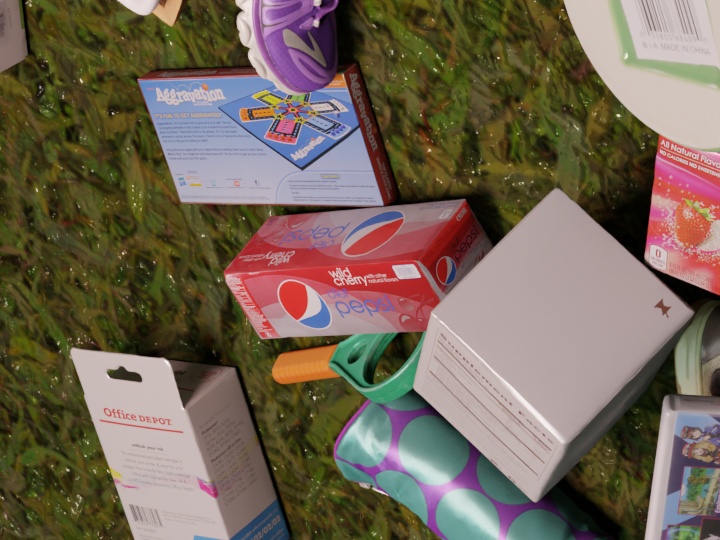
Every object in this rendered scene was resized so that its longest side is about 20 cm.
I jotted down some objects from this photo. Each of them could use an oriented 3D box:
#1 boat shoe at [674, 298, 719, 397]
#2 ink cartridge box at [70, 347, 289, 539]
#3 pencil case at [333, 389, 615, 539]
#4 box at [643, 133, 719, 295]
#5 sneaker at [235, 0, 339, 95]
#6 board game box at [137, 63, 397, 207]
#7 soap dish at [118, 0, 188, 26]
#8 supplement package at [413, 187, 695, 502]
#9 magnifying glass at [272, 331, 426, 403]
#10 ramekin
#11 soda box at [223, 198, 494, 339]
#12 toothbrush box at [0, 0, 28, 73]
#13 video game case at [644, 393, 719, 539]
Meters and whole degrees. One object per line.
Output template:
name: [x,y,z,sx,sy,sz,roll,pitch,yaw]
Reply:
boat shoe: [0.248,0.115,1.559,0.065,0.073,0.200,7,122,45]
ink cartridge box: [-0.142,0.137,1.927,0.115,0.068,0.200,5,121,40]
pencil case: [0.080,0.165,1.736,0.200,0.085,0.092,38,120,16]
box: [0.274,-0.029,1.417,0.200,0.095,0.100,24,131,28]
sneaker: [-0.031,-0.202,1.587,0.083,0.081,0.200,16,126,26]
board game box: [-0.068,-0.095,1.736,0.200,0.019,0.103,3,121,41]
soap dish: [-0.169,-0.284,1.649,0.200,0.081,0.157,40,137,13]
supplement package: [0.117,0.051,1.540,0.117,0.117,0.200,44,167,10]
magnifying glass: [-0.004,0.062,1.758,0.022,0.080,0.200,37,155,-22]
ramekin: [0.198,-0.163,1.351,0.200,0.098,0.200,42,149,33]
soda box: [0.000,0.000,1.690,0.200,0.070,0.063,-4,128,45]
toothbrush box: [-0.357,-0.233,1.849,0.200,0.086,0.146,20,130,30]
video game case: [0.272,0.165,1.543,0.182,0.023,0.200,4,127,2]
